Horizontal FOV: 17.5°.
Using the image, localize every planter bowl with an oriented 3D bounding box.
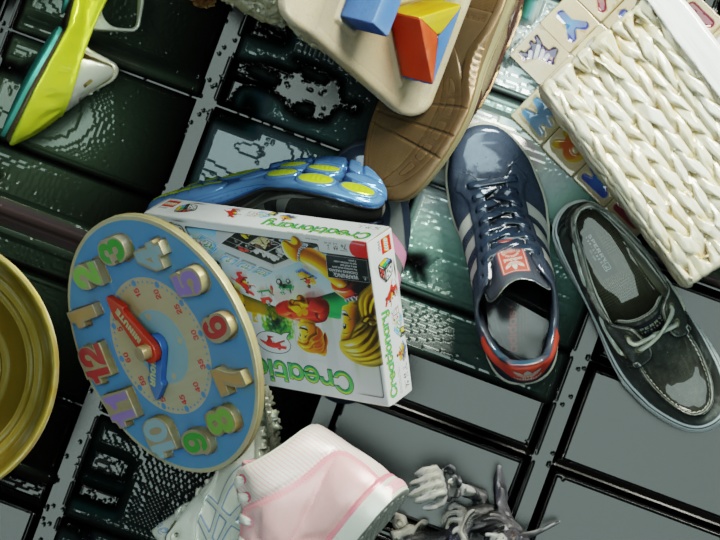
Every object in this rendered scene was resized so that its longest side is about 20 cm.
[{"bbox_3d":[-0.318,0.071,1.741,0.200,0.083,0.200,0,89,2],"label":"planter bowl"}]

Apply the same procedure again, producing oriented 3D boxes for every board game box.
[{"bbox_3d":[-0.060,0.021,1.672,0.200,0.035,0.126,8,117,34],"label":"board game box"}]

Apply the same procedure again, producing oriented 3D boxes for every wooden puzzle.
[{"bbox_3d":[0.035,-0.220,1.625,0.046,0.200,0.185,17,82,32],"label":"wooden puzzle"}]

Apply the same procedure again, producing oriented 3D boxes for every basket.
[{"bbox_3d":[0.229,-0.095,1.699,0.123,0.136,0.200,-36,87,4],"label":"basket"}]

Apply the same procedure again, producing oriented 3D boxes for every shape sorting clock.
[{"bbox_3d":[-0.146,0.055,1.700,0.039,0.200,0.200,-26,87,-38],"label":"shape sorting clock"}]

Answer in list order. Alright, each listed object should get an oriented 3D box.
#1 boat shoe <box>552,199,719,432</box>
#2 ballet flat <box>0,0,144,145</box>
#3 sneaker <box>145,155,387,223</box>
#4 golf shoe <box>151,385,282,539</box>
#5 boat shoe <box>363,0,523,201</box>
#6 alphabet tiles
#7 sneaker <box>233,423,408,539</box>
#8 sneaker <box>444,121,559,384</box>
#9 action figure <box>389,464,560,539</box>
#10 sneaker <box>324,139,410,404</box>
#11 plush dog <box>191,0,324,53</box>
[{"bbox_3d":[0.205,0.036,1.730,0.072,0.071,0.200,-37,88,0],"label":"boat shoe"},{"bbox_3d":[-0.205,-0.179,1.758,0.067,0.067,0.200,22,88,-11],"label":"ballet flat"},{"bbox_3d":[-0.065,-0.035,1.727,0.200,0.071,0.083,-10,102,28],"label":"sneaker"},{"bbox_3d":[-0.108,0.182,1.737,0.097,0.078,0.200,5,87,8],"label":"golf shoe"},{"bbox_3d":[0.069,-0.136,1.740,0.072,0.072,0.200,19,82,27],"label":"boat shoe"},{"bbox_3d":[0.218,-0.129,1.768,0.166,0.006,0.200,-45,87,-1],"label":"alphabet tiles"},{"bbox_3d":[-0.064,0.196,1.668,0.105,0.075,0.200,41,102,11],"label":"sneaker"},{"bbox_3d":[0.110,-0.015,1.728,0.075,0.085,0.200,-14,87,1],"label":"sneaker"},{"bbox_3d":[0.046,0.201,1.716,0.200,0.102,0.119,-1,86,5],"label":"action figure"},{"bbox_3d":[0.000,0.000,1.733,0.070,0.082,0.200,3,88,2],"label":"sneaker"},{"bbox_3d":[-0.036,-0.217,1.715,0.172,0.200,0.160,37,123,12],"label":"plush dog"}]
